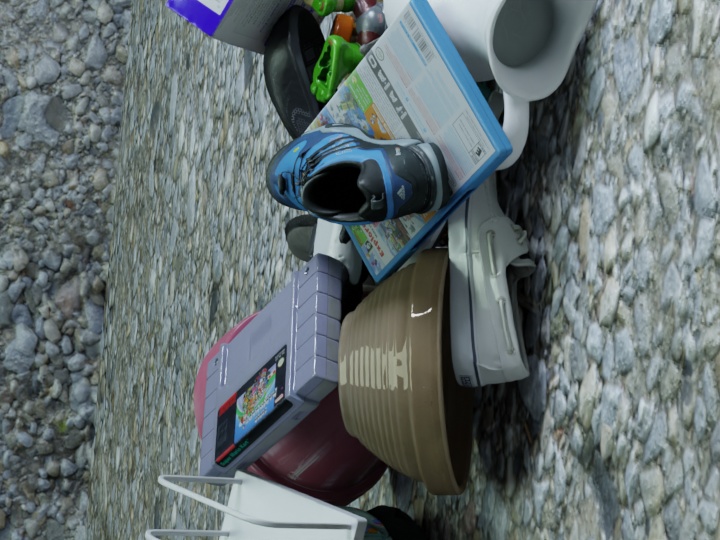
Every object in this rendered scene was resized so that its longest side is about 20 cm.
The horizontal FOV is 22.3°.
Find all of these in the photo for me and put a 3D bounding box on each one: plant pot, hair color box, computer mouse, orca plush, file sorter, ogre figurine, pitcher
[{"bbox_3d":[-0.028,0.108,1.683,0.179,0.200,0.200,-38,48,48],"label":"plant pot"},{"bbox_3d":[-0.094,-0.267,1.726,0.109,0.065,0.200,-57,-20,10],"label":"hair color box"},{"bbox_3d":[-0.053,-0.150,1.729,0.138,0.053,0.200,-34,-69,-68],"label":"computer mouse"},{"bbox_3d":[0.035,0.082,1.477,0.201,0.092,0.201,-1,-90,-80],"label":"plant pot"},{"bbox_3d":[0.000,0.000,1.579,0.105,0.071,0.200,124,153,-54],"label":"orca plush"},{"bbox_3d":[-0.107,0.276,1.468,0.139,0.124,0.200,16,94,39],"label":"file sorter"},{"bbox_3d":[0.013,-0.221,1.685,0.098,0.120,0.200,-43,55,55],"label":"ogre figurine"},{"bbox_3d":[0.091,-0.179,1.437,0.200,0.121,0.172,36,113,59],"label":"pitcher"}]

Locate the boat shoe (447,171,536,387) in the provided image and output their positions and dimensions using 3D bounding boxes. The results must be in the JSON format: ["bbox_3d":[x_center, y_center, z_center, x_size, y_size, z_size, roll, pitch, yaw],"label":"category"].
[{"bbox_3d":[0.106,-0.008,1.441,0.072,0.066,0.200,53,-144,-65],"label":"boat shoe"}]

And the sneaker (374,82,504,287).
[{"bbox_3d":[0.029,-0.083,1.531,0.200,0.121,0.084,-63,-2,14],"label":"sneaker"}]

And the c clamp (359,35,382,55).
[{"bbox_3d":[0.024,-0.154,1.616,0.027,0.171,0.200,39,136,19],"label":"c clamp"}]

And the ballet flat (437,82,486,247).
[{"bbox_3d":[0.067,-0.119,1.586,0.069,0.071,0.200,-126,42,-73],"label":"ballet flat"}]

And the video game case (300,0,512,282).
[{"bbox_3d":[0.031,-0.099,1.439,0.143,0.018,0.200,61,140,15],"label":"video game case"}]

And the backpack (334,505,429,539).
[{"bbox_3d":[-0.044,0.280,1.621,0.167,0.200,0.127,143,109,-72],"label":"backpack"}]

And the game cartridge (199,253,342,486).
[{"bbox_3d":[-0.079,0.088,1.544,0.200,0.038,0.130,-44,31,43],"label":"game cartridge"}]

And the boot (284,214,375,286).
[{"bbox_3d":[-0.031,0.004,1.903,0.200,0.070,0.132,138,128,-73],"label":"boot"}]

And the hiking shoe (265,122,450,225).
[{"bbox_3d":[-0.022,-0.075,1.428,0.200,0.087,0.075,1,104,51],"label":"hiking shoe"}]

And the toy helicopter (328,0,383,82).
[{"bbox_3d":[0.017,-0.278,1.825,0.132,0.079,0.200,144,139,-80],"label":"toy helicopter"}]
